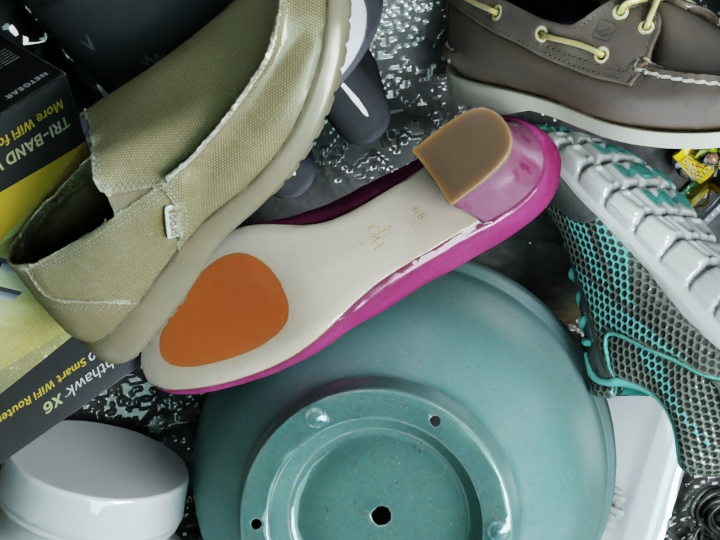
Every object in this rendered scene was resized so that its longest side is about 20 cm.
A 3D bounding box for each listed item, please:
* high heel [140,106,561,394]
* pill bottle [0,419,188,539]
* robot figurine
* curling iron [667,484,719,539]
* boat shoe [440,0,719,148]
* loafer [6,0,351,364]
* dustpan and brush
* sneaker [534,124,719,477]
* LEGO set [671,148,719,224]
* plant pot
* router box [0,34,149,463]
[{"bbox_3d":[0.000,0.000,1.108,0.199,0.096,0.068,-29,73,14],"label":"high heel"},{"bbox_3d":[-0.137,0.177,1.174,0.112,0.113,0.201,6,110,-17],"label":"pill bottle"},{"bbox_3d":[-0.070,-0.126,1.065,0.200,0.125,0.150,48,65,-26],"label":"robot figurine"},{"bbox_3d":[0.188,0.071,1.188,0.049,0.026,0.201,-11,134,-27],"label":"curling iron"},{"bbox_3d":[0.113,-0.097,1.093,0.072,0.200,0.060,-24,116,-37],"label":"boat shoe"},{"bbox_3d":[-0.072,-0.048,0.991,0.067,0.076,0.200,24,114,-25],"label":"loafer"},{"bbox_3d":[0.051,0.091,1.215,0.199,0.057,0.140,17,92,11],"label":"dustpan and brush"},{"bbox_3d":[0.123,0.014,1.143,0.077,0.200,0.091,10,123,-50],"label":"sneaker"},{"bbox_3d":[0.227,0.016,1.204,0.154,0.116,0.200,-38,116,2],"label":"LEGO set"},{"bbox_3d":[0.013,0.098,1.132,0.199,0.134,0.201,1,98,7],"label":"plant pot"},{"bbox_3d":[-0.192,0.021,1.040,0.200,0.052,0.158,-36,134,-25],"label":"router box"}]
